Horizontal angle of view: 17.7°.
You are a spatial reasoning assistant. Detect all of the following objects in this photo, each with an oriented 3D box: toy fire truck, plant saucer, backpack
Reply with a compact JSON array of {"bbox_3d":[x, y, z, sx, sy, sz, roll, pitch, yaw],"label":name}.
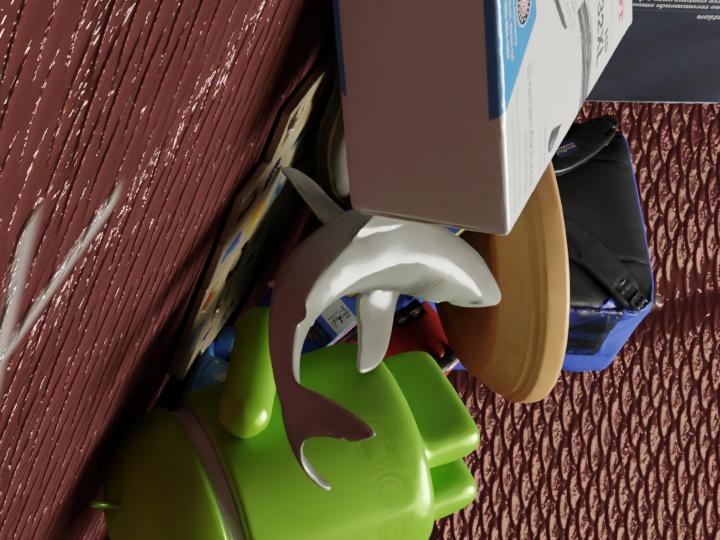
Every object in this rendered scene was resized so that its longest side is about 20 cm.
[{"bbox_3d":[-0.002,0.084,1.459,0.141,0.049,0.200,-45,172,22],"label":"toy fire truck"},{"bbox_3d":[0.074,-0.019,1.374,0.200,0.037,0.201,172,-90,-76],"label":"plant saucer"},{"bbox_3d":[0.076,-0.005,1.571,0.168,0.199,0.163,118,-29,-49],"label":"backpack"}]

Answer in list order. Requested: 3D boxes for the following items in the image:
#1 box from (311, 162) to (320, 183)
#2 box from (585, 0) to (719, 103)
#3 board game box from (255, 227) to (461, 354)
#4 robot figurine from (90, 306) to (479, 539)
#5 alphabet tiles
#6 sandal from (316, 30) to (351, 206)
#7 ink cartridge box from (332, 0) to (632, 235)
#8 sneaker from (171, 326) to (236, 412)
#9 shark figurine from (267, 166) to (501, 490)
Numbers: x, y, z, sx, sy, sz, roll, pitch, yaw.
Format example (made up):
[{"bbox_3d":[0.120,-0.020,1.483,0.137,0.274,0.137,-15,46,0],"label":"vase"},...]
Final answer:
[{"bbox_3d":[0.042,-0.143,1.334,0.122,0.048,0.200,-57,174,-49],"label":"box"},{"bbox_3d":[0.169,-0.228,1.321,0.200,0.117,0.198,112,-24,-63],"label":"box"},{"bbox_3d":[0.000,0.000,1.321,0.134,0.045,0.200,-40,178,-17],"label":"board game box"},{"bbox_3d":[-0.041,0.108,1.180,0.199,0.116,0.176,-19,140,-16],"label":"robot figurine"},{"bbox_3d":[-0.050,-0.036,1.227,0.167,0.006,0.200,-56,173,-49],"label":"alphabet tiles"},{"bbox_3d":[0.019,-0.097,1.197,0.200,0.054,0.082,101,15,-53],"label":"sandal"},{"bbox_3d":[0.064,-0.135,1.105,0.200,0.083,0.146,-57,149,-47],"label":"ink cartridge box"},{"bbox_3d":[-0.070,0.091,1.335,0.105,0.076,0.200,-62,175,-2],"label":"sneaker"},{"bbox_3d":[0.002,0.001,1.116,0.089,0.128,0.214,-39,-176,36],"label":"shark figurine"}]
